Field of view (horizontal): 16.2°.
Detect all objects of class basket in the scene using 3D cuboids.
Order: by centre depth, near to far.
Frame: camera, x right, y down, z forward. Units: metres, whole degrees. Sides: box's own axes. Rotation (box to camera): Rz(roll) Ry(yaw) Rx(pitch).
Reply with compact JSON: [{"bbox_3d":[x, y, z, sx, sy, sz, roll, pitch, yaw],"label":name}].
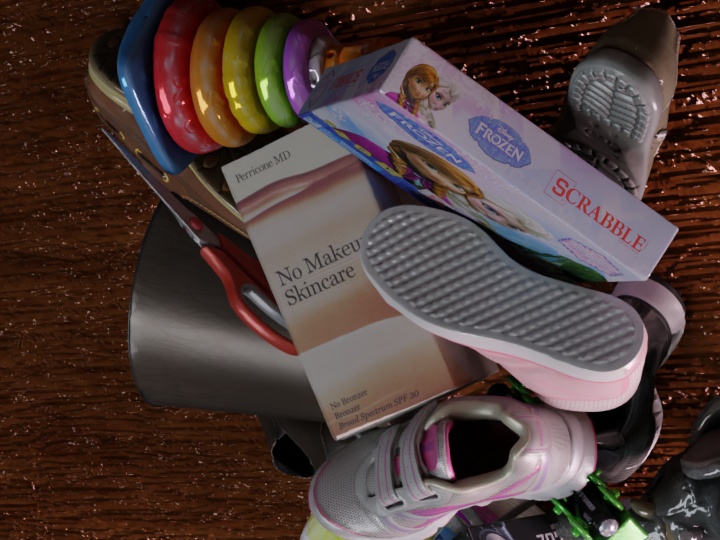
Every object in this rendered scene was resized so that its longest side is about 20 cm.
[{"bbox_3d":[-0.048,0.035,1.830,0.199,0.136,0.181,13,106,24],"label":"basket"}]

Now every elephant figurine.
[{"bbox_3d":[0.252,0.151,1.695,0.200,0.155,0.142,32,117,57],"label":"elephant figurine"}]

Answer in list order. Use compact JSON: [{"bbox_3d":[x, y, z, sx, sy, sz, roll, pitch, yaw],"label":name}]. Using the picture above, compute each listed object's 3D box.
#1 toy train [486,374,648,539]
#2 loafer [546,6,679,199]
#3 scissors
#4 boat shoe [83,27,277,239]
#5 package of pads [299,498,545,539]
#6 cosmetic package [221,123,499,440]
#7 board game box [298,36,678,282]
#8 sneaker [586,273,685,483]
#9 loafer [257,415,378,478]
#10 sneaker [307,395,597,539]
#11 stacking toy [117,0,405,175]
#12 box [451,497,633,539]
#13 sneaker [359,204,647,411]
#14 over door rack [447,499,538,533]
[{"bbox_3d":[0.137,0.134,1.719,0.056,0.042,0.200,43,-176,-31],"label":"toy train"},{"bbox_3d":[0.160,-0.096,1.540,0.075,0.070,0.200,33,161,4],"label":"loafer"},{"bbox_3d":[-0.105,-0.019,1.705,0.200,0.073,0.014,40,128,-12],"label":"scissors"},{"bbox_3d":[-0.119,-0.088,1.806,0.200,0.072,0.068,43,145,12],"label":"boat shoe"},{"bbox_3d":[0.044,0.206,1.986,0.154,0.068,0.200,37,145,3],"label":"package of pads"},{"bbox_3d":[0.000,0.000,1.694,0.103,0.087,0.201,-26,84,23],"label":"cosmetic package"},{"bbox_3d":[0.073,-0.063,1.560,0.200,0.041,0.199,34,171,-11],"label":"board game box"},{"bbox_3d":[0.167,0.092,1.727,0.066,0.091,0.200,29,144,17],"label":"sneaker"},{"bbox_3d":[-0.052,0.117,1.925,0.073,0.071,0.200,38,173,-30],"label":"loafer"},{"bbox_3d":[0.048,0.123,1.653,0.199,0.082,0.088,-20,157,21],"label":"sneaker"},{"bbox_3d":[-0.051,-0.135,1.692,0.199,0.116,0.110,-2,135,26],"label":"stacking toy"},{"bbox_3d":[0.096,0.236,1.832,0.200,0.160,0.044,-47,58,47],"label":"box"},{"bbox_3d":[0.093,0.032,1.621,0.200,0.076,0.105,24,164,19],"label":"sneaker"},{"bbox_3d":[0.047,0.171,1.797,0.148,0.200,0.067,-36,76,14],"label":"over door rack"}]
